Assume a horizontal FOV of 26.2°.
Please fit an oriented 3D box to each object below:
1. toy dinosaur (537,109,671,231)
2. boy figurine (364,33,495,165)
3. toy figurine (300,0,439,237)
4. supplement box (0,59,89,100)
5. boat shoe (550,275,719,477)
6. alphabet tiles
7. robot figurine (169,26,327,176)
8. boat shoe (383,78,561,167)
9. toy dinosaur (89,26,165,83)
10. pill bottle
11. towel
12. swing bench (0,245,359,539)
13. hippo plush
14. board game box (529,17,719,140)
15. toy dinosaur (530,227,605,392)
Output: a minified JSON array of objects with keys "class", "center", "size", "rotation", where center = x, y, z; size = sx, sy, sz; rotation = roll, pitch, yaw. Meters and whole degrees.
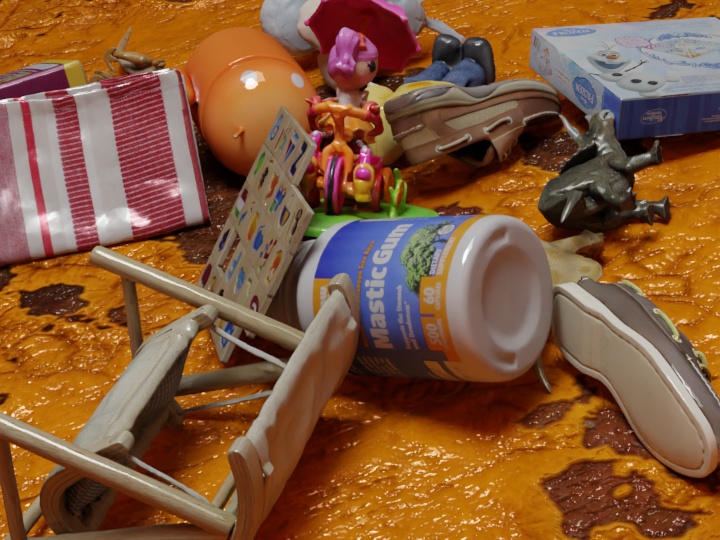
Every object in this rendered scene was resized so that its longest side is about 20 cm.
[{"class":"toy dinosaur","center":[0.187,-0.060,1.249],"size":[0.101,0.078,0.200],"rotation":[-4,28,32]},{"class":"boy figurine","center":[0.051,-0.162,1.471],"size":[0.123,0.065,0.200],"rotation":[12,32,29]},{"class":"toy figurine","center":[-0.010,-0.129,1.234],"size":[0.149,0.186,0.200],"rotation":[4,9,10]},{"class":"supplement box","center":[-0.353,-0.121,1.451],"size":[0.199,0.104,0.131],"rotation":[-21,16,-20]},{"class":"boat shoe","center":[0.193,0.063,1.017],"size":[0.059,0.072,0.200],"rotation":[-11,29,-18]},{"class":"alphabet tiles","center":[-0.076,-0.027,1.162],"size":[0.007,0.168,0.200],"rotation":[23,11,-19]},{"class":"robot figurine","center":[-0.101,-0.158,1.456],"size":[0.116,0.144,0.200],"rotation":[-40,30,3]},{"class":"boat shoe","center":[0.104,-0.127,1.389],"size":[0.199,0.073,0.075],"rotation":[-10,-6,-37]},{"class":"toy dinosaur","center":[-0.244,-0.217,1.686],"size":[0.106,0.061,0.199],"rotation":[-2,23,-44]},{"class":"pill bottle","center":[0.026,0.019,1.087],"size":[0.199,0.113,0.112],"rotation":[-1,27,41]},{"class":"towel","center":[-0.242,-0.092,1.368],"size":[0.198,0.146,0.023],"rotation":[-11,-4,-3]},{"class":"swing bench","center":[-0.118,0.096,0.998],"size":[0.198,0.131,0.199],"rotation":[7,32,17]},{"class":"hippo plush","center":[-0.021,-0.292,1.626],"size":[0.199,0.161,0.160],"rotation":[-29,35,-31]},{"class":"board game box","center":[0.283,-0.180,1.420],"size":[0.198,0.044,0.199],"rotation":[-6,28,-15]},{"class":"toy dinosaur","center":[0.127,0.007,1.149],"size":[0.100,0.059,0.200],"rotation":[5,32,22]}]
